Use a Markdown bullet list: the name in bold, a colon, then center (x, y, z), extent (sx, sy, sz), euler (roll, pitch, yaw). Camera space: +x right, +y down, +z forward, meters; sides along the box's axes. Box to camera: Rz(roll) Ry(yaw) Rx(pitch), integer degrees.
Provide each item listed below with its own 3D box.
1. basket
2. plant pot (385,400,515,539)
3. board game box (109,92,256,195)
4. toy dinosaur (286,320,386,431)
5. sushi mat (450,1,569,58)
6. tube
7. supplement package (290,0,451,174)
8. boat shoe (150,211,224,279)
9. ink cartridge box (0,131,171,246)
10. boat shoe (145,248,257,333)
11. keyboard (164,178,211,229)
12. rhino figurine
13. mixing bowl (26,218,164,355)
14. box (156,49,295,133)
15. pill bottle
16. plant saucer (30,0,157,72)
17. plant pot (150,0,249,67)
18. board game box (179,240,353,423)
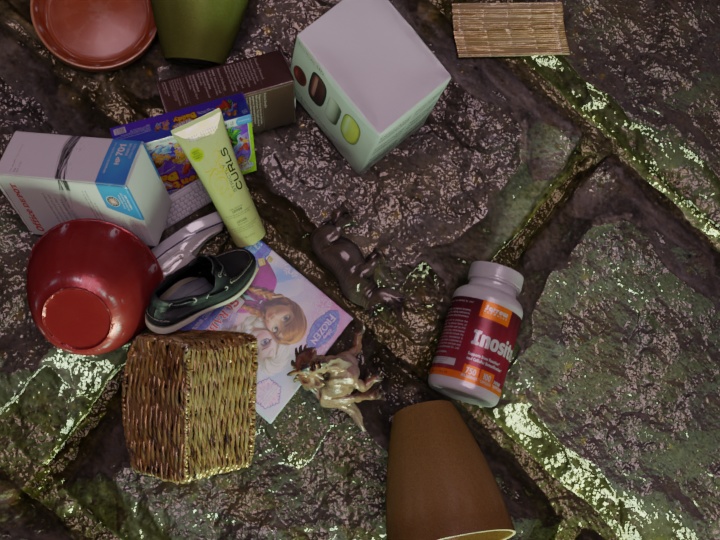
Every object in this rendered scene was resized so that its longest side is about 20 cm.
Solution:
- **basket**: center (-0.244, 0.187, 1.420), extent (0.141, 0.148, 0.203), euler (3, 94, 36)
- **plant pot**: center (0.110, 0.297, 1.433), extent (0.184, 0.187, 0.202), euler (-7, 67, -10)
- **board game box**: center (-0.257, -0.178, 1.472), extent (0.198, 0.135, 0.045), euler (-18, 61, -11)
- **toy dinosaur**: center (-0.041, 0.162, 1.448), extent (0.134, 0.202, 0.086), euler (-19, 46, -12)
- **sushi mat**: center (0.249, -0.402, 1.657), extent (0.197, 0.012, 0.097), euler (-3, 82, -9)
- **tube**: center (-0.199, -0.129, 1.439), extent (0.058, 0.051, 0.202), euler (-47, 125, -41)
- **supplement package**: center (0.006, -0.284, 1.502), extent (0.147, 0.200, 0.192), euler (-39, 87, -14)
- **boat shoe**: center (-0.276, -0.012, 1.475), extent (0.199, 0.072, 0.066), euler (-35, 90, -12)
- **ink cartridge box**: center (-0.387, -0.114, 1.403), extent (0.197, 0.147, 0.087), euler (7, 59, 12)
- **boat shoe**: center (-0.223, 0.012, 1.406), extent (0.198, 0.067, 0.074), euler (-31, 54, -33)
- **keyboard**: center (-0.299, -0.082, 1.493), extent (0.199, 0.057, 0.011), euler (-33, 61, -13)
- **rhino figurine**: center (0.000, 0.000, 1.518), extent (0.087, 0.060, 0.201), euler (-37, 87, 6)
- **mixing bowl**: center (-0.379, 0.041, 1.377), extent (0.197, 0.109, 0.203), euler (0, 116, 0)
- **box**: center (-0.201, -0.255, 1.509), extent (0.197, 0.101, 0.076), euler (-16, 62, -12)
- **pill bottle**: center (0.180, 0.094, 1.502), extent (0.112, 0.113, 0.202), euler (19, 77, -5)
- **plant saucer**: center (-0.409, -0.404, 1.547), extent (0.197, 0.032, 0.203), euler (2, 80, -9)
- **plant pot**: center (-0.246, -0.418, 1.516), extent (0.184, 0.187, 0.203), euler (4, 94, -8)
- **board game box**: center (-0.147, 0.087, 1.490), extent (0.199, 0.041, 0.201), euler (39, 76, 0)
